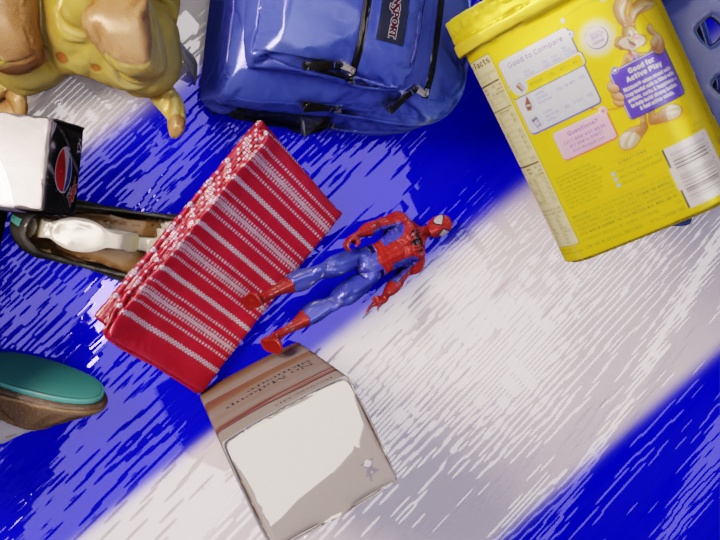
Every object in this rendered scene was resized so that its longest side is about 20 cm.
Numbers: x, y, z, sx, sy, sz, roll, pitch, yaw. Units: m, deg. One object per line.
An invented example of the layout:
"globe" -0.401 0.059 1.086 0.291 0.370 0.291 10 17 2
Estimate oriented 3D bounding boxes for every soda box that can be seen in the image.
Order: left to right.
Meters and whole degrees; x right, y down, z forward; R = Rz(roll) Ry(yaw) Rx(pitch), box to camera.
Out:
"soda box" -0.309 -0.084 0.739 0.199 0.063 0.071 6 90 6

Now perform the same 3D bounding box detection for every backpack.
"backpack" -0.010 -0.182 0.795 0.199 0.168 0.163 8 95 -21

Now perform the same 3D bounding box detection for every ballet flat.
"ballet flat" -0.300 0.094 0.784 0.199 0.068 0.073 18 107 -14
"ballet flat" -0.176 -0.016 0.805 0.199 0.068 0.068 8 93 -15

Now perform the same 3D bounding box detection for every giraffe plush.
"giraffe plush" -0.219 -0.187 0.752 0.161 0.200 0.173 -4 64 2

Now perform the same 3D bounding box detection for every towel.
"towel" -0.105 -0.003 0.806 0.200 0.022 0.145 -52 144 -7

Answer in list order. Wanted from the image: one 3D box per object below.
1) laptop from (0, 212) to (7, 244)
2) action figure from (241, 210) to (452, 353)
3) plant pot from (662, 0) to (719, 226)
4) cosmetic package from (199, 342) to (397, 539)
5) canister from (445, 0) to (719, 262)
"laptop" -0.364 0.044 0.734 0.186 0.200 0.116 5 123 -15
"action figure" 0.000 0.000 0.851 0.200 0.052 0.066 -30 98 -28
"plant pot" 0.269 -0.142 0.857 0.179 0.200 0.201 -21 98 -6
"cosmetic package" -0.056 0.124 0.773 0.103 0.200 0.088 -27 99 -12
"canister" 0.170 -0.122 0.737 0.148 0.087 0.201 -24 96 30
